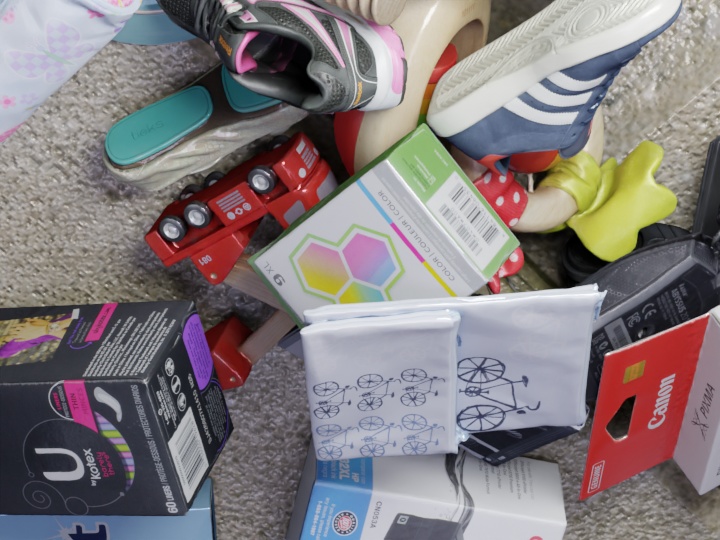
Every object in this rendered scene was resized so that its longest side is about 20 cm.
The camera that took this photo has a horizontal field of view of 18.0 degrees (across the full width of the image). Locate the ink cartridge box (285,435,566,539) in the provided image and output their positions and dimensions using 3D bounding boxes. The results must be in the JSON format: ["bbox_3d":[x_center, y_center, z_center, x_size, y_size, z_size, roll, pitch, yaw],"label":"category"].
[{"bbox_3d":[0.047,0.213,1.767,0.198,0.084,0.146,10,119,-7],"label":"ink cartridge box"}]

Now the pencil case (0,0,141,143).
[{"bbox_3d":[-0.236,-0.155,1.535,0.090,0.084,0.200,27,129,-38],"label":"pencil case"}]

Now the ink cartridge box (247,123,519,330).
[{"bbox_3d":[0.000,0.000,1.518,0.104,0.059,0.200,50,130,-5],"label":"ink cartridge box"}]

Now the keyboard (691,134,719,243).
[{"bbox_3d":[0.292,-0.016,1.656,0.126,0.021,0.201,-4,120,-20],"label":"keyboard"}]

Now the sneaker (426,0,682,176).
[{"bbox_3d":[0.138,-0.122,1.453,0.199,0.075,0.084,-26,122,40],"label":"sneaker"}]

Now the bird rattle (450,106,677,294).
[{"bbox_3d":[0.109,-0.073,1.577,0.199,0.112,0.165,-7,96,-28],"label":"bird rattle"}]

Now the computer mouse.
[{"bbox_3d":[0.203,0.020,1.598,0.199,0.053,0.139,-32,142,-6],"label":"computer mouse"}]

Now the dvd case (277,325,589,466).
[{"bbox_3d":[0.050,0.077,1.666,0.199,0.025,0.150,30,157,-13],"label":"dvd case"}]

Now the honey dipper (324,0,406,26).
[{"bbox_3d":[-0.057,-0.210,1.467,0.199,0.038,0.038,27,124,27],"label":"honey dipper"}]

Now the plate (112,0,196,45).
[{"bbox_3d":[-0.146,-0.240,1.539,0.198,0.026,0.202,0,121,0],"label":"plate"}]

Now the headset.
[{"bbox_3d":[0.177,0.031,1.658,0.198,0.094,0.124,2,120,-15],"label":"headset"}]

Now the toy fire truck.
[{"bbox_3d":[-0.078,-0.002,1.635,0.199,0.049,0.141,-26,111,34],"label":"toy fire truck"}]

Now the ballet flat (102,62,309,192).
[{"bbox_3d":[-0.088,-0.113,1.602,0.199,0.068,0.062,-22,148,15],"label":"ballet flat"}]

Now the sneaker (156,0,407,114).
[{"bbox_3d":[-0.067,-0.159,1.477,0.199,0.086,0.081,25,120,32],"label":"sneaker"}]

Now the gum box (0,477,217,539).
[{"bbox_3d":[-0.211,0.248,1.808,0.198,0.045,0.171,-2,120,0],"label":"gum box"}]

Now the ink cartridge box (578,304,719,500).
[{"bbox_3d":[0.251,0.096,1.643,0.175,0.045,0.201,-24,148,-17],"label":"ink cartridge box"}]

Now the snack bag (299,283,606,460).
[{"bbox_3d":[0.062,0.072,1.519,0.198,0.022,0.189,-5,147,-1],"label":"snack bag"}]

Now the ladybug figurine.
[{"bbox_3d":[0.030,-0.130,1.552,0.072,0.136,0.201,28,129,18],"label":"ladybug figurine"}]

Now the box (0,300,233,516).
[{"bbox_3d":[-0.211,0.102,1.659,0.198,0.106,0.123,-3,121,22],"label":"box"}]
